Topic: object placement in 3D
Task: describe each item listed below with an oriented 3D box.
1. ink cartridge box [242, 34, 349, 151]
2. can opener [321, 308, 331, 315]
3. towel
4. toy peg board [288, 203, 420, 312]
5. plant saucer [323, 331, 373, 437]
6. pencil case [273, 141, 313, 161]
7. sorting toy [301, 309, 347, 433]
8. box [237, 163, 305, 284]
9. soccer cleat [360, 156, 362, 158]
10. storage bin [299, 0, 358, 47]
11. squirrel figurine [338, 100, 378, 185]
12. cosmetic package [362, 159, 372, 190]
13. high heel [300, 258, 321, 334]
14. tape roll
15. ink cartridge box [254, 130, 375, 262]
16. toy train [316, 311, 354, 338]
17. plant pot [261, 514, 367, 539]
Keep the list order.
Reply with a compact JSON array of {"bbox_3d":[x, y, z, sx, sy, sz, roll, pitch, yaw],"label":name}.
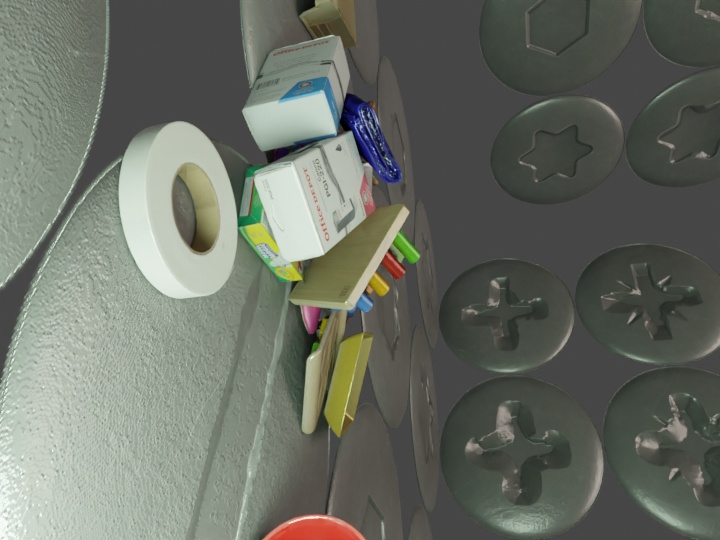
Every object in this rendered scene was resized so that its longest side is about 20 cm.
[{"bbox_3d":[-0.103,-0.310,0.933,0.203,0.142,0.087,-81,158,-45],"label":"ink cartridge box"},{"bbox_3d":[-0.056,0.023,1.218,0.067,0.053,0.201,47,25,-11],"label":"can opener"},{"bbox_3d":[0.005,-0.242,0.980,0.150,0.049,0.201,62,0,-27],"label":"towel"},{"bbox_3d":[0.000,0.000,0.954,0.098,0.198,0.202,42,67,-26],"label":"toy peg board"},{"bbox_3d":[-0.026,0.224,1.120,0.200,0.047,0.206,48,55,-80],"label":"plant saucer"},{"bbox_3d":[-0.104,-0.242,1.036,0.202,0.086,0.091,-73,153,-59],"label":"pencil case"},{"bbox_3d":[-0.072,0.172,1.024,0.201,0.035,0.190,-63,163,-58],"label":"sorting toy"},{"bbox_3d":[-0.137,-0.068,0.910,0.201,0.047,0.121,58,30,-55],"label":"box"},{"bbox_3d":[-0.059,-0.148,1.055,0.069,0.071,0.204,-71,-178,-61],"label":"soccer cleat"},{"bbox_3d":[-0.079,-0.654,1.269,0.198,0.091,0.207,22,63,-73],"label":"storage bin"},{"bbox_3d":[-0.011,-0.251,1.259,0.202,0.137,0.191,83,-4,-56],"label":"squirrel figurine"},{"bbox_3d":[-0.031,-0.130,1.140,0.073,0.100,0.206,-17,118,-38],"label":"cosmetic package"},{"bbox_3d":[-0.068,0.018,1.044,0.068,0.093,0.206,68,19,-69],"label":"high heel"},{"bbox_3d":[-0.208,-0.070,0.647,0.202,0.036,0.210,-6,90,-76],"label":"tape roll"},{"bbox_3d":[-0.066,-0.124,0.870,0.200,0.083,0.149,-44,120,-51],"label":"ink cartridge box"},{"bbox_3d":[-0.051,0.106,1.182,0.200,0.044,0.035,-41,124,-73],"label":"toy train"},{"bbox_3d":[-0.060,0.478,0.754,0.204,0.193,0.181,-80,169,-46],"label":"plant pot"}]
